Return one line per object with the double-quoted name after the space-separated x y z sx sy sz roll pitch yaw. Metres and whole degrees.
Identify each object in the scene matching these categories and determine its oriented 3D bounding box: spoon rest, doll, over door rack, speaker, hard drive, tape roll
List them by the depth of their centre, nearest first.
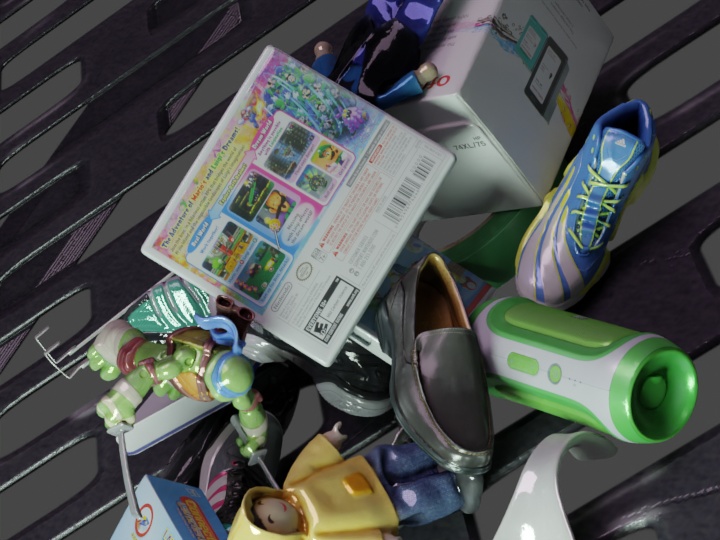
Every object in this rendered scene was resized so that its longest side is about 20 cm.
0.133 0.196 1.491 0.099 0.061 0.200 -11 43 39 "spoon rest"
0.165 0.074 1.570 0.089 0.088 0.200 -52 34 -16 "speaker"
0.012 -0.185 1.711 0.136 0.048 0.200 10 68 39 "doll"
0.093 -0.055 1.836 0.200 0.048 0.201 -28 35 22 "tape roll"
-0.132 0.087 1.854 0.132 0.025 0.200 -29 13 28 "hard drive"
-0.207 0.053 1.957 0.200 0.067 0.148 -26 9 -11 "over door rack"

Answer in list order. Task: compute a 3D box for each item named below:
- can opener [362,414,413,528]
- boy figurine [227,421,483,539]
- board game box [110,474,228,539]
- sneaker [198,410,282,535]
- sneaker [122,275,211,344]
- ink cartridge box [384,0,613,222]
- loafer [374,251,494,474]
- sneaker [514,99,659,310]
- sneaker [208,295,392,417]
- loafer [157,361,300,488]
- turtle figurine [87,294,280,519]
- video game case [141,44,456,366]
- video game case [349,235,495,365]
0.062 0.134 1.663 0.067 0.053 0.200 39 79 22 "can opener"
-0.011 0.172 1.572 0.199 0.065 0.125 -12 57 -17 "boy figurine"
-0.160 0.298 1.603 0.196 0.056 0.200 -60 34 16 "board game box"
-0.093 0.205 1.692 0.121 0.084 0.200 -4 56 51 "sneaker"
-0.121 0.017 1.873 0.199 0.075 0.088 -22 14 11 "sneaker"
0.100 -0.169 1.781 0.146 0.146 0.200 -6 47 42 "ink cartridge box"
0.061 0.070 1.577 0.072 0.073 0.200 -66 33 36 "loafer"
0.187 -0.064 1.682 0.076 0.105 0.200 23 62 14 "sneaker"
-0.041 0.033 1.752 0.200 0.114 0.075 31 38 24 "sneaker"
-0.129 0.160 1.800 0.201 0.068 0.070 -53 28 -21 "loafer"
-0.150 0.118 1.648 0.143 0.201 0.194 -15 16 -22 "turtle figurine"
-0.050 -0.053 1.645 0.200 0.182 0.024 -58 -9 -4 "video game case"
0.000 0.000 1.701 0.143 0.200 0.017 -47 -13 -50 "video game case"
